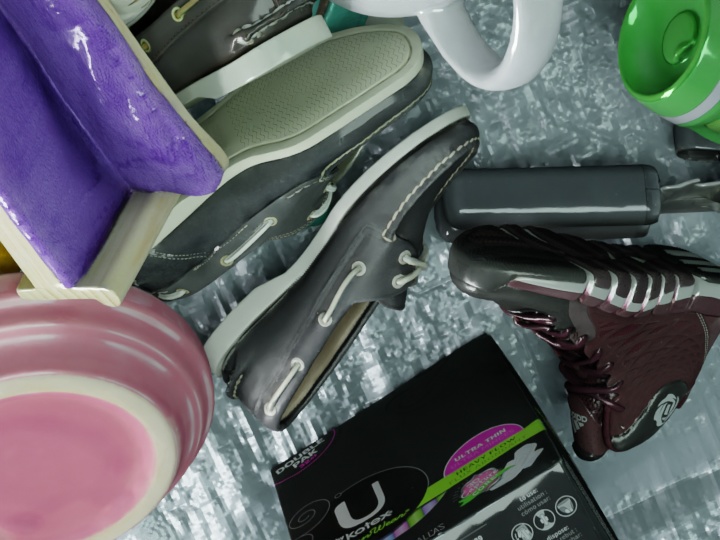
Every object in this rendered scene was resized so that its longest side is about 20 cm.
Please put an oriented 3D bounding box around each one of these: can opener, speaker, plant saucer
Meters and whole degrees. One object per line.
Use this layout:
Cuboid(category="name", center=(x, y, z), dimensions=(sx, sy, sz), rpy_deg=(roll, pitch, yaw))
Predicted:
Cuboid(category="can opener", center=(0.138, -0.053, 1.584), dimensions=(0.199, 0.053, 0.067), rpy_deg=(-2, 76, -8))
Cuboid(category="speaker", center=(0.231, -0.097, 1.533), dimensions=(0.199, 0.088, 0.089), rpy_deg=(15, 105, -32))
Cuboid(category="plant saucer", center=(-0.170, 0.086, 1.524), dimensions=(0.199, 0.051, 0.201), rpy_deg=(-9, 138, -9))

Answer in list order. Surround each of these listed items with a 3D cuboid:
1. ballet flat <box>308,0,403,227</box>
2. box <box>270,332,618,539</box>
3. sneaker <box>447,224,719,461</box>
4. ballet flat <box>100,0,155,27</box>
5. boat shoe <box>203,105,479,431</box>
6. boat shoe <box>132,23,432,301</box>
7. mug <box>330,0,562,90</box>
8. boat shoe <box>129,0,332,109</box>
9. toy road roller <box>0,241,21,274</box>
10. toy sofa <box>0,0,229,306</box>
Cuboid(category="ballet flat", center=(-0.017, -0.112, 1.529), dimensions=(0.070, 0.067, 0.201), rpy_deg=(8, 110, -26))
Cuboid(category="box", center=(0.053, 0.146, 1.544), dimensions=(0.148, 0.200, 0.125), rpy_deg=(-31, 108, 2))
Cuboid(category="sneaker", center=(0.116, 0.044, 1.554), dimensions=(0.199, 0.076, 0.116), rpy_deg=(7, 106, -39))
Cuboid(category="ballet flat", center=(-0.105, -0.163, 1.379), dimensions=(0.067, 0.064, 0.200), rpy_deg=(19, 123, -26))
Cuboid(category="boat shoe", center=(0.000, 0.000, 1.542), dimensions=(0.200, 0.074, 0.060), rpy_deg=(-46, 76, 15))
Cuboid(category="boat shoe", center=(-0.042, -0.053, 1.485), dimensions=(0.200, 0.072, 0.068), rpy_deg=(-34, 128, 17))
Cuboid(category="mug", center=(0.038, -0.177, 1.367), dimensions=(0.147, 0.175, 0.201), rpy_deg=(-17, 71, -24))
Cuboid(category="boat shoe", center=(-0.091, -0.110, 1.468), dimensions=(0.072, 0.201, 0.061), rpy_deg=(-32, 98, -39))
Cuboid(category="toy road roller", center=(-0.232, -0.046, 1.446), dimensions=(0.145, 0.200, 0.124), rpy_deg=(-8, 77, -12))
Cuboid(category="toy sofa", center=(-0.154, -0.078, 1.388), dimensions=(0.097, 0.083, 0.200), rpy_deg=(-1, 137, 36))
